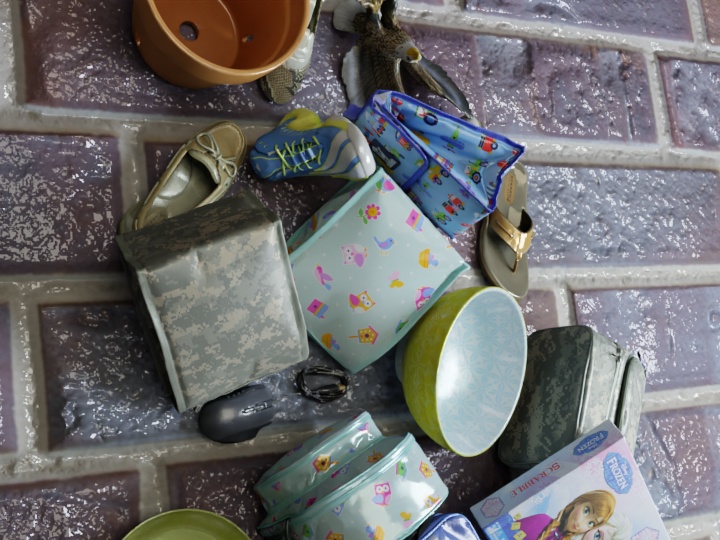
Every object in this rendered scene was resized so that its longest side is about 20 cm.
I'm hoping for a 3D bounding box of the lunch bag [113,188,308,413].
[{"bbox_3d":[-0.152,0.040,1.113,0.162,0.117,0.203,-22,121,-18],"label":"lunch bag"}]

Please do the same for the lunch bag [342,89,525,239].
[{"bbox_3d":[0.069,-0.141,1.222,0.198,0.151,0.095,32,75,-5],"label":"lunch bag"}]

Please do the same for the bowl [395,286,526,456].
[{"bbox_3d":[0.106,0.113,1.257,0.199,0.106,0.204,-15,109,-49],"label":"bowl"}]

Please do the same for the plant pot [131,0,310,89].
[{"bbox_3d":[-0.174,-0.293,1.178,0.197,0.140,0.204,8,74,-28],"label":"plant pot"}]

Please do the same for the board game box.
[{"bbox_3d":[0.258,0.308,1.260,0.198,0.041,0.201,-33,122,-1],"label":"board game box"}]

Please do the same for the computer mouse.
[{"bbox_3d":[-0.093,0.149,1.189,0.198,0.034,0.060,-16,86,-33],"label":"computer mouse"}]

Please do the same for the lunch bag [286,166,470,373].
[{"bbox_3d":[0.000,0.000,1.224,0.200,0.122,0.170,-44,104,4],"label":"lunch bag"}]

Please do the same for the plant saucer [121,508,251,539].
[{"bbox_3d":[-0.188,0.353,1.089,0.197,0.031,0.204,7,75,-28],"label":"plant saucer"}]

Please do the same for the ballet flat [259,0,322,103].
[{"bbox_3d":[-0.077,-0.306,1.276,0.067,0.075,0.203,21,69,-26],"label":"ballet flat"}]

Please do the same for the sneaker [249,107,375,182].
[{"bbox_3d":[-0.062,-0.126,1.189,0.104,0.200,0.076,-33,116,-15],"label":"sneaker"}]

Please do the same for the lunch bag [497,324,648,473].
[{"bbox_3d":[0.291,0.186,1.352,0.167,0.138,0.203,31,64,-32],"label":"lunch bag"}]

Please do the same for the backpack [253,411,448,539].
[{"bbox_3d":[-0.010,0.243,1.118,0.174,0.199,0.155,-29,93,-31],"label":"backpack"}]

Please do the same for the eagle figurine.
[{"bbox_3d":[0.049,-0.265,1.323,0.152,0.149,0.202,-76,152,-58],"label":"eagle figurine"}]

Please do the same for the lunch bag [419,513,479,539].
[{"bbox_3d":[0.088,0.384,1.184,0.135,0.132,0.202,-32,95,-31],"label":"lunch bag"}]

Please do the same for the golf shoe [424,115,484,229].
[{"bbox_3d":[0.094,-0.135,1.340,0.092,0.072,0.201,40,63,-15],"label":"golf shoe"}]

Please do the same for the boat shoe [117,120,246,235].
[{"bbox_3d":[-0.190,-0.099,1.169,0.073,0.063,0.201,49,60,-12],"label":"boat shoe"}]

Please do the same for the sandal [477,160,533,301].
[{"bbox_3d":[0.204,-0.061,1.398,0.079,0.054,0.204,14,72,-27],"label":"sandal"}]
